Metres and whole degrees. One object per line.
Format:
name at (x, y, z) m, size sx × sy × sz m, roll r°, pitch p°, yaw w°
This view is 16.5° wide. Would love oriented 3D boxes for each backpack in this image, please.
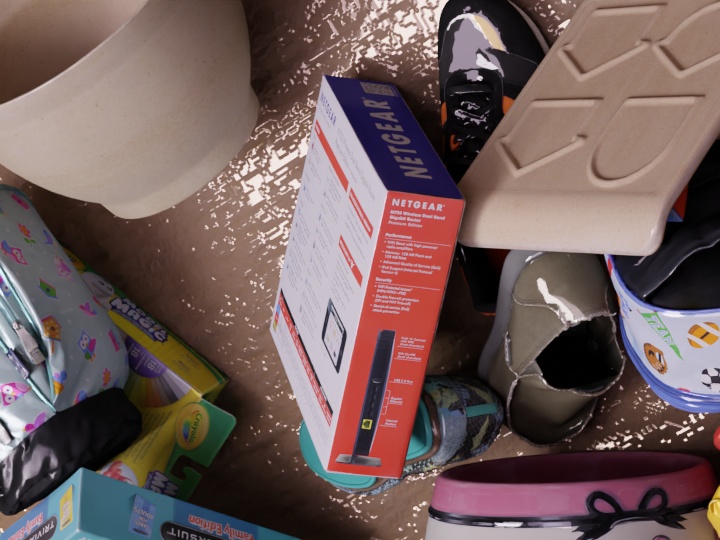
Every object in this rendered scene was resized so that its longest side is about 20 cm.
backpack at (0.232, -0.002, 1.385) m, size 0.190 × 0.200 × 0.155 m, roll -10°, pitch 120°, yaw 0°
backpack at (-0.231, 0.046, 1.605) m, size 0.126 × 0.167 × 0.200 m, roll -34°, pitch 85°, yaw 7°

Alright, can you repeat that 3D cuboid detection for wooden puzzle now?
wooden puzzle at (0.156, -0.091, 1.395) m, size 0.046 × 0.200 × 0.185 m, roll 41°, pitch 160°, yaw -29°

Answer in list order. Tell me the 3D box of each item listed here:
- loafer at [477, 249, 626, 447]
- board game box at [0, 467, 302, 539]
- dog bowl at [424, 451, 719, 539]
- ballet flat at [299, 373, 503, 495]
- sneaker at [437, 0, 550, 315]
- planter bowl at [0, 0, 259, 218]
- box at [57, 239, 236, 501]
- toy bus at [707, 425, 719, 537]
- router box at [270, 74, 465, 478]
loafer at (0.116, 0.055, 1.485) m, size 0.075 × 0.200 × 0.070 m, roll -20°, pitch 57°, yaw -9°
board game box at (-0.134, 0.206, 1.619) m, size 0.200 × 0.047 × 0.151 m, roll 21°, pitch 141°, yaw -29°
dog bowl at (0.129, 0.154, 1.495) m, size 0.199 × 0.200 × 0.074 m, roll -2°, pitch 92°, yaw 25°
ballet flat at (0.029, 0.102, 1.576) m, size 0.200 × 0.074 × 0.074 m, roll -12°, pitch 103°, yaw 64°
sneaker at (0.081, -0.069, 1.502) m, size 0.070 × 0.090 × 0.201 m, roll -5°, pitch 103°, yaw 25°
planter bowl at (-0.147, -0.119, 1.550) m, size 0.200 × 0.201 × 0.135 m, roll -21°, pitch 123°, yaw 28°
box at (-0.179, 0.075, 1.688) m, size 0.200 × 0.048 × 0.117 m, roll 40°, pitch 116°, yaw 11°
toy bus at (0.268, 0.135, 1.425) m, size 0.192 × 0.200 × 0.136 m, roll 44°, pitch 117°, yaw 15°
router box at (0.000, 0.000, 1.503) m, size 0.049 × 0.200 × 0.180 m, roll 7°, pitch 113°, yaw -15°
